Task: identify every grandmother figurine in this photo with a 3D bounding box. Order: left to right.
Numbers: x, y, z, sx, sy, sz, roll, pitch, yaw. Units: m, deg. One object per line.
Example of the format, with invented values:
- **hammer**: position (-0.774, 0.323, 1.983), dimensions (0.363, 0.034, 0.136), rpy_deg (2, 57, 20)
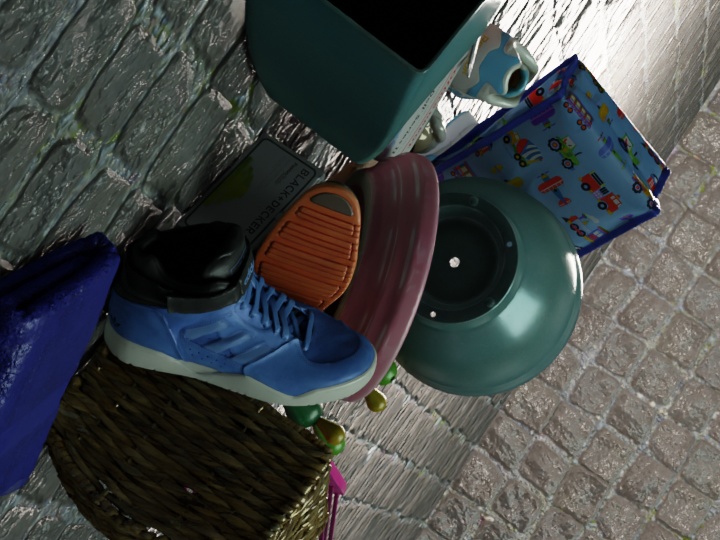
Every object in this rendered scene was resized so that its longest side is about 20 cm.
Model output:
- **grandmother figurine**: position (0.015, -0.091, 1.742), dimensions (0.200, 0.060, 0.122), rpy_deg (-49, 161, -41)

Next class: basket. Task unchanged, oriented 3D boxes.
- **basket**: position (-0.132, 0.158, 1.469), dimensions (0.143, 0.199, 0.149), rpy_deg (-52, 167, -22)

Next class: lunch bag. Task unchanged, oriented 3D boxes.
- **lunch bag**: position (0.168, -0.080, 1.872), dimensions (0.199, 0.151, 0.094), rpy_deg (-33, -166, 31)

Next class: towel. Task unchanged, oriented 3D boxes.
- **towel**: position (-0.230, 0.076, 1.270), dimensions (0.201, 0.049, 0.148), rpy_deg (-63, 173, 25)

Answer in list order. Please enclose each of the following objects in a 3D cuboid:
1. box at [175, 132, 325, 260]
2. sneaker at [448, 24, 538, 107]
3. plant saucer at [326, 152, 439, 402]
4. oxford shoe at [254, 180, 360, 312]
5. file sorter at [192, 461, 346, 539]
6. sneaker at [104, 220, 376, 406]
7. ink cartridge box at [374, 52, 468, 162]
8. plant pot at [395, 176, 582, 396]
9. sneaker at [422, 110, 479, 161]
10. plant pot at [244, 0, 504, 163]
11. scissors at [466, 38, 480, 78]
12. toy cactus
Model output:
- **box**: position (-0.094, -0.001, 1.542), dimensions (0.117, 0.060, 0.201), rpy_deg (-49, 166, -30)
- **sneaker**: position (0.120, -0.183, 1.814), dimensions (0.077, 0.080, 0.200), rpy_deg (-59, 168, 9)
- **plant saucer**: position (0.000, 0.000, 1.546), dimensions (0.200, 0.050, 0.203), rpy_deg (-162, -90, -74)
- **oxford shoe**: position (-0.044, -0.003, 1.472), dimensions (0.073, 0.071, 0.201), rpy_deg (-72, -173, -47)
- **file sorter**: position (-0.098, 0.233, 1.826), dimensions (0.200, 0.137, 0.127), rpy_deg (71, 27, -74)
- **sneaker**: position (-0.078, 0.025, 1.398), dimensions (0.077, 0.198, 0.112), rpy_deg (-83, -173, -48)
- **ink cartridge box**: position (0.022, -0.152, 1.583), dimensions (0.118, 0.067, 0.200), rpy_deg (-58, 167, 7)
- **plant pot**: position (0.094, 0.003, 1.769), dimensions (0.201, 0.199, 0.134), rpy_deg (-55, 163, -3)
- **sneaker**: position (0.082, -0.079, 1.961), dimensions (0.200, 0.080, 0.077), rpy_deg (-46, 166, -34)
- **plant pot**: position (0.006, -0.171, 1.344), dimensions (0.142, 0.141, 0.200), rpy_deg (-50, 173, -25)
- **scissors**: position (0.106, -0.218, 1.693), dimensions (0.073, 0.014, 0.201), rpy_deg (100, 2, -54)
- **toy cactus**: position (-0.049, 0.077, 1.743), dimensions (0.201, 0.163, 0.103), rpy_deg (100, -16, -45)
